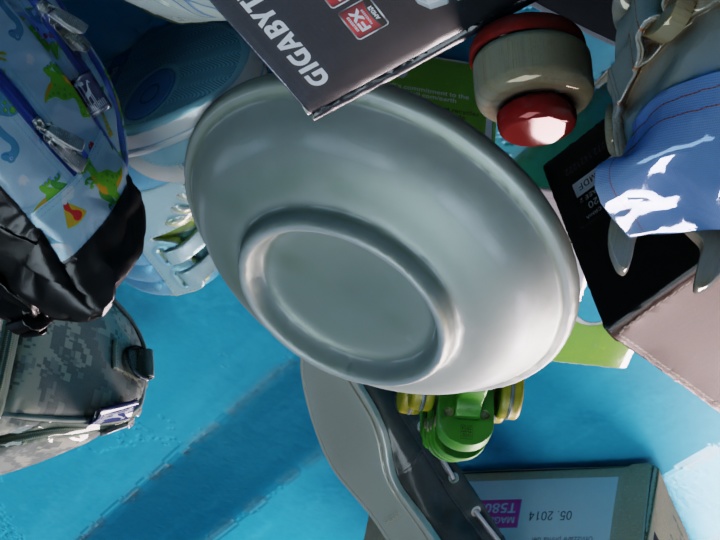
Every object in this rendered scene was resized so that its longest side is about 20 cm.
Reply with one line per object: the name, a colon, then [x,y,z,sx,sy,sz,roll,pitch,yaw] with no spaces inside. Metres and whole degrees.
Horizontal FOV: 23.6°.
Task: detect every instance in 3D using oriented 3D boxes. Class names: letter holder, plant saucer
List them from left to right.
plant saucer: [0.000,0.000,0.790,0.198,0.050,0.201,18,142,15]
letter holder: [0.205,-0.038,0.734,0.199,0.101,0.142,-38,134,23]

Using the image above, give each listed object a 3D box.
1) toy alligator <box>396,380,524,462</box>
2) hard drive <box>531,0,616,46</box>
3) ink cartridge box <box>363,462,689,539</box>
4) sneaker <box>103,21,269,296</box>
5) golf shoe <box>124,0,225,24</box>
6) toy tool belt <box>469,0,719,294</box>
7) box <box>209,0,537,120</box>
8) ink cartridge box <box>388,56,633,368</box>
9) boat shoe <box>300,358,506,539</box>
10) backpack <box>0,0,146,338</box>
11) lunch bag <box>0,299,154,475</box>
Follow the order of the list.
toy alligator: [0.049,0.079,0.954,0.059,0.055,0.200,7,172,-6]
hard drive: [0.087,-0.166,0.708,0.199,0.043,0.135,28,141,-16]
ink cartridge box: [0.120,0.206,1.144,0.198,0.076,0.165,-5,139,27]
sneaker: [-0.087,-0.051,0.892,0.199,0.080,0.130,-12,134,46]
golf shoe: [-0.061,-0.146,0.781,0.198,0.079,0.097,18,161,6]
toy tool belt: [0.132,-0.050,0.609,0.198,0.124,0.125,-13,156,25]
box: [-0.005,-0.160,0.608,0.158,0.046,0.200,-26,136,17]
ink cartridge box: [0.055,-0.028,0.872,0.197,0.076,0.148,8,143,-4]
boat shoe: [0.030,0.123,1.051,0.067,0.057,0.201,-29,89,51]
backpack: [-0.196,-0.083,0.780,0.162,0.155,0.200,4,150,46]
lunch bag: [-0.244,0.061,1.051,0.199,0.141,0.167,-22,145,40]
